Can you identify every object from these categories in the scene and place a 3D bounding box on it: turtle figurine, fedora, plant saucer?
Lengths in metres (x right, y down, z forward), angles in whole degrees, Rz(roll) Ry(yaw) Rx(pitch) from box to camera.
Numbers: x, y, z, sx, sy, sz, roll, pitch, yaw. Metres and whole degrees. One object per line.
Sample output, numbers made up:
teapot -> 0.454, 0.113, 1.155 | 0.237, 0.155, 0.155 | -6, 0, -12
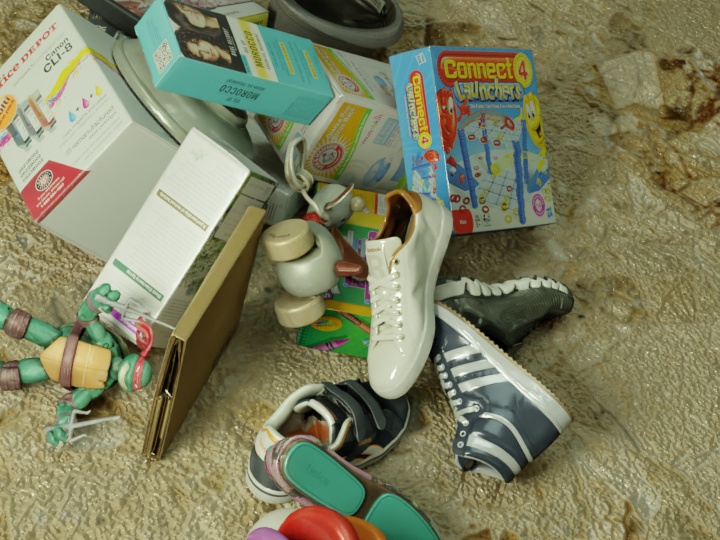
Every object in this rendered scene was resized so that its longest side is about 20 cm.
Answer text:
turtle figurine -> -0.264, 0.084, 1.499 | 0.198, 0.101, 0.152 | 10, 86, 4
fedora -> -0.048, -0.307, 2.008 | 0.198, 0.091, 0.178 | 4, 44, -33
plant saucer -> -0.168, -0.176, 1.694 | 0.200, 0.050, 0.200 | 45, 12, -12

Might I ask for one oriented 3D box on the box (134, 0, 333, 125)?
box -> -0.125, -0.209, 1.655 | 0.199, 0.049, 0.083 | 9, 48, -42

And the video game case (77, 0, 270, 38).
video game case -> -0.236, -0.322, 1.937 | 0.199, 0.026, 0.180 | 35, 36, 29

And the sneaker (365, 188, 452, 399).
sneaker -> 0.027, 0.018, 1.568 | 0.084, 0.072, 0.202 | 28, 65, -41

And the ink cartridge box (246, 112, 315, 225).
ink cartridge box -> -0.120, -0.132, 1.844 | 0.160, 0.050, 0.200 | 24, 28, 8

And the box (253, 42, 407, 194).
box -> 0.000, -0.162, 1.806 | 0.199, 0.113, 0.102 | 10, 35, -44

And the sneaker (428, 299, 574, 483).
sneaker -> 0.096, 0.117, 1.578 | 0.200, 0.070, 0.109 | 39, 81, 20

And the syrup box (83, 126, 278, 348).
syrup box -> -0.172, -0.027, 1.580 | 0.081, 0.201, 0.079 | 36, 6, 19

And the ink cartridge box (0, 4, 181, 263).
ink cartridge box -> -0.272, -0.136, 1.672 | 0.144, 0.145, 0.201 | 32, 19, -51

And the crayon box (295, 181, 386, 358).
crayon box -> 0.000, 0.000, 1.716 | 0.117, 0.059, 0.201 | 11, 42, -6

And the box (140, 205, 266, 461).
box -> -0.144, 0.056, 1.528 | 0.021, 0.164, 0.201 | 22, 41, 5

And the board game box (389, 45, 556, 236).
board game box -> 0.124, -0.139, 1.779 | 0.055, 0.198, 0.199 | -8, 0, 39

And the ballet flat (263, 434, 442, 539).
ballet flat -> -0.005, 0.212, 1.465 | 0.199, 0.071, 0.069 | 38, 77, -15

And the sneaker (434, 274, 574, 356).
sneaker -> 0.149, 0.055, 1.705 | 0.199, 0.066, 0.091 | 1, 69, -40

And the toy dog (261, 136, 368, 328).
toy dog -> -0.027, -0.032, 1.618 | 0.095, 0.133, 0.201 | -2, 49, 18

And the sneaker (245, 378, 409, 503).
sneaker -> -0.019, 0.144, 1.541 | 0.078, 0.080, 0.199 | 38, 44, 24

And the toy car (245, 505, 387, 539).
toy car -> -0.057, 0.266, 1.338 | 0.199, 0.151, 0.175 | -20, 53, -34

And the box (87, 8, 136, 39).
box -> -0.240, -0.268, 1.916 | 0.158, 0.044, 0.201 | 10, 32, -8
